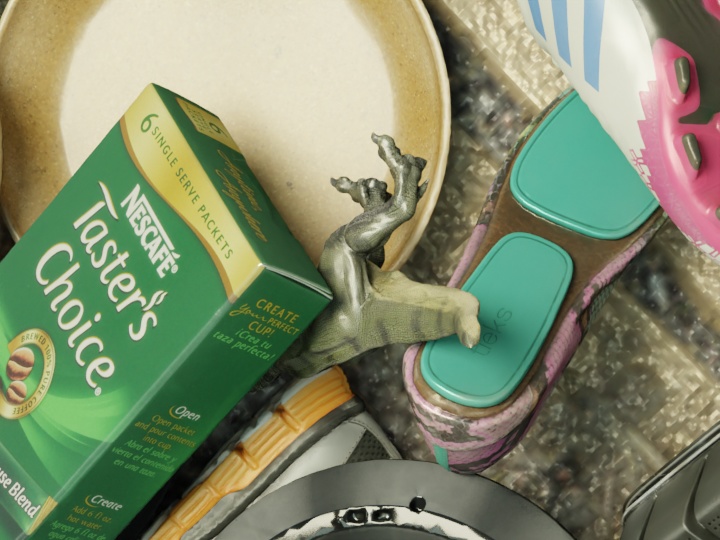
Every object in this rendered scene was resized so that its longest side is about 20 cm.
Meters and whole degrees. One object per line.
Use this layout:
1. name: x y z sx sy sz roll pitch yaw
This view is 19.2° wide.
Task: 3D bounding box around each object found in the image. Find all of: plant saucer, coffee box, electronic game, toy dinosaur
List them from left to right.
1. coffee box: -0.109 0.036 0.839 0.200 0.044 0.123 -47 46 16
2. plant saucer: -0.059 -0.064 0.895 0.200 0.035 0.201 1 95 10
3. toy dinosaur: 0.000 0.000 0.817 0.047 0.200 0.088 22 72 -28
4. electronic game: 0.012 0.173 0.821 0.200 0.042 0.200 -2 82 15

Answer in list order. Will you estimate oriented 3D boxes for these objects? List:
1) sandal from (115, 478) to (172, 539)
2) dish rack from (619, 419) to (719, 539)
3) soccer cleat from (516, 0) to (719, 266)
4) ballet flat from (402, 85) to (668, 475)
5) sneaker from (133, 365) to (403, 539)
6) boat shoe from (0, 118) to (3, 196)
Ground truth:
1. sandal: -0.153 0.108 0.905 0.200 0.045 0.075 -40 47 12
2. dish rack: 0.202 0.139 0.822 0.200 0.055 0.153 39 140 -2
3. soccer cleat: 0.111 -0.086 0.825 0.070 0.086 0.200 -24 86 -22
4. ballet flat: 0.075 -0.002 0.846 0.069 0.071 0.200 26 60 13
5. sneaker: -0.060 0.131 0.891 0.077 0.078 0.200 44 101 -4
6. boat shoe: -0.191 -0.081 0.885 0.063 0.073 0.200 -5 86 -30
